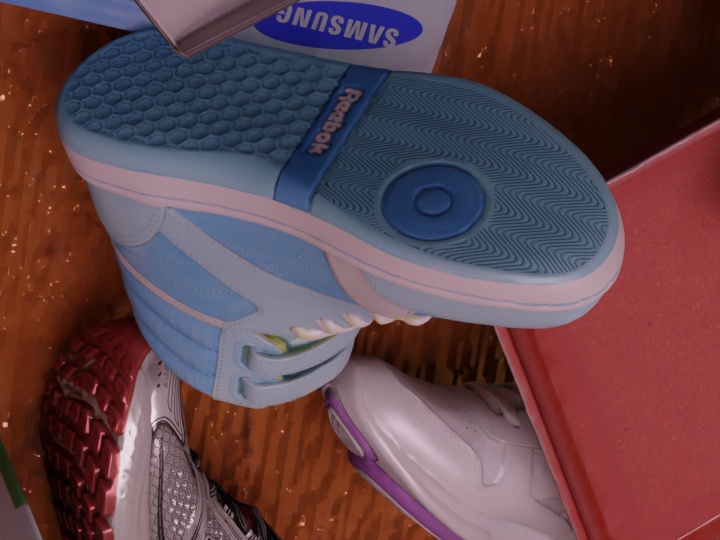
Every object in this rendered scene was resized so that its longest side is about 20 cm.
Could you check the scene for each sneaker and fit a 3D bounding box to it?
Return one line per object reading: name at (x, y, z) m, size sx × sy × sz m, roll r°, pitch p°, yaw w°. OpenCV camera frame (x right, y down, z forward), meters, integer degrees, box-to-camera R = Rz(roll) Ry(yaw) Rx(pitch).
sneaker at (0.067, 0.065, 1.044) m, size 0.200 × 0.075 × 0.100 m, roll 31°, pitch 95°, yaw -37°
sneaker at (0.000, 0.000, 0.902) m, size 0.080 × 0.200 × 0.131 m, roll -50°, pitch 146°, yaw -33°
sneaker at (-0.066, 0.098, 1.012) m, size 0.082 × 0.078 × 0.200 m, roll -18°, pitch 128°, yaw -15°

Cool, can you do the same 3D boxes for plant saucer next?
plant saucer at (0.146, 0.016, 0.984) m, size 0.200 × 0.037 × 0.200 m, roll -30°, pitch 126°, yaw -9°

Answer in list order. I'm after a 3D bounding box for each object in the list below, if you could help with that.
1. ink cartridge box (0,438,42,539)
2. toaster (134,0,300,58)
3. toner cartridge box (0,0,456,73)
ink cartridge box at (-0.136, 0.174, 0.976) m, size 0.083 × 0.147 × 0.200 m, roll -16°, pitch 119°, yaw -12°
toaster at (-0.047, -0.176, 0.758) m, size 0.118 × 0.200 × 0.181 m, roll -30°, pitch 128°, yaw 10°
toner cartridge box at (-0.059, -0.127, 0.918) m, size 0.200 × 0.043 × 0.095 m, roll 10°, pitch 112°, yaw -23°
